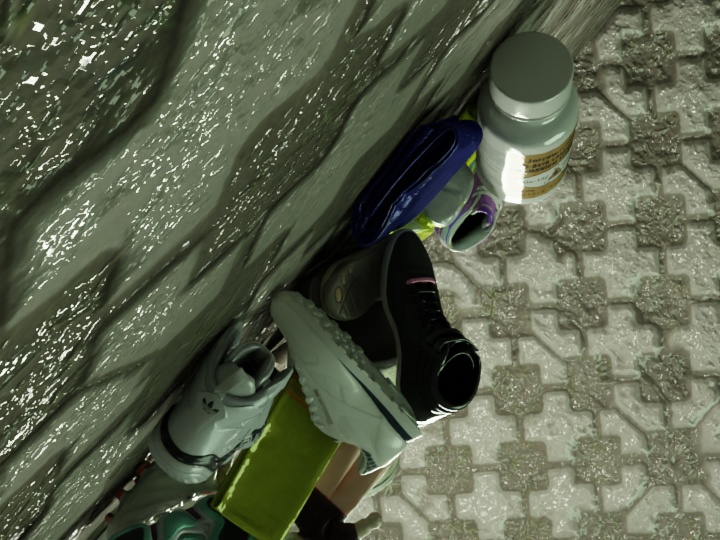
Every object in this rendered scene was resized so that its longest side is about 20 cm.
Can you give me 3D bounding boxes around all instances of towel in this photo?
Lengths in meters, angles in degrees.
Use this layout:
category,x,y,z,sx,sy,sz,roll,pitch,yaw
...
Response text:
category,x,y,z,sx,sy,sz,roll,pitch,yaw
towel,0.058,-0.101,1.016,0.148,0.050,0.200,-47,175,16
towel,-0.060,0.164,0.958,0.202,0.086,0.018,-58,-161,-17

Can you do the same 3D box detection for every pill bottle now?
category,x,y,z,sx,sy,sz,roll,pitch,yaw
pill bottle,0.187,-0.170,1.109,0.115,0.114,0.201,-48,160,-15

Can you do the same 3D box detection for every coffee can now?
category,x,y,z,sx,sy,sz,roll,pitch,yaw
coffee can,-0.016,0.135,1.114,0.146,0.144,0.203,-44,148,-50

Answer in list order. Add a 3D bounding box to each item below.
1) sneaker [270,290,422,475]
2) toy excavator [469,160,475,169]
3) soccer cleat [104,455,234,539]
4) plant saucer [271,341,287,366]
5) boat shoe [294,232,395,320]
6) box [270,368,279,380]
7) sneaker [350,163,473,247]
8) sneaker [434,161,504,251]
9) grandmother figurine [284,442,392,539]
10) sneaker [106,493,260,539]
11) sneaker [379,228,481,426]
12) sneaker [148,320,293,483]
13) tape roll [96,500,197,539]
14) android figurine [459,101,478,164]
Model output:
category,x,y,z,sx,sy,sz,roll,pitch,yaw
sneaker,-0.027,0.107,0.930,0.080,0.201,0.077,-38,-167,9
toy excavator,0.172,-0.167,1.451,0.195,0.099,0.202,-51,-171,49
soccer cleat,-0.177,0.206,0.969,0.201,0.077,0.069,-50,176,10
plant saucer,-0.031,0.065,1.253,0.199,0.035,0.200,-35,-179,0
boat shoe,0.000,0.000,1.048,0.199,0.072,0.076,-17,107,-57
box,-0.155,0.175,1.161,0.160,0.049,0.200,-48,176,-10
sneaker,0.048,-0.059,1.187,0.199,0.076,0.105,-41,-174,-18
sneaker,0.172,-0.104,1.231,0.202,0.072,0.114,-53,-166,11
grandmother figurine,-0.033,0.233,1.004,0.060,0.121,0.202,38,83,-44
sneaker,-0.181,0.279,0.969,0.197,0.079,0.140,-3,155,-34
sneaker,0.075,0.053,0.985,0.070,0.204,0.099,-2,172,-30
sneaker,-0.102,0.101,0.858,0.115,0.075,0.200,-51,176,19
tape roll,-0.277,0.343,1.182,0.203,0.071,0.202,-49,176,-4
android figurine,0.162,-0.199,1.272,0.182,0.041,0.201,-46,174,-47
